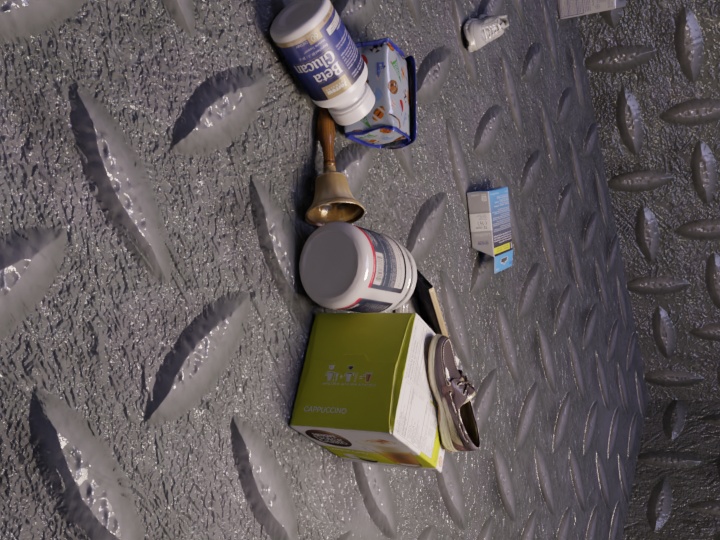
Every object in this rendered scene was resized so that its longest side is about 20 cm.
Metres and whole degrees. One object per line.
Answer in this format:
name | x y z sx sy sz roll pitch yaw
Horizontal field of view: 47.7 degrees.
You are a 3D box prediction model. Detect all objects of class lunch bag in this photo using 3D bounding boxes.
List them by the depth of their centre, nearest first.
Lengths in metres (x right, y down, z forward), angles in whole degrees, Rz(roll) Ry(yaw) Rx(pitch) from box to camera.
lunch bag | 0.043 -0.324 1.526 0.200 0.121 0.174 3 85 -73

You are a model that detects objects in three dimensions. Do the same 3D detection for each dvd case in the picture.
dvd case | 0.145 0.095 1.667 0.149 0.016 0.203 -127 -164 -64

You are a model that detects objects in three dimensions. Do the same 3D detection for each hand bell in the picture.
hand bell | -0.055 -0.187 1.395 0.104 0.103 0.204 23 55 -57

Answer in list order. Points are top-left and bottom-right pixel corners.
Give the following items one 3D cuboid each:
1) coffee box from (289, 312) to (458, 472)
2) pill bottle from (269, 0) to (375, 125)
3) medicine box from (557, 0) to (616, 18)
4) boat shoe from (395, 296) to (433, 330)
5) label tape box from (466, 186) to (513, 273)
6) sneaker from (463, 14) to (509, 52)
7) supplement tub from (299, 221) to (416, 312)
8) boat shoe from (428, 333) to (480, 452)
coffee box | 0.029 0.201 1.361 0.198 0.196 0.204 45 51 -49
pill bottle | -0.055 -0.343 1.349 0.201 0.109 0.112 53 44 -38
medicine box | 0.803 -0.948 2.829 0.182 0.196 0.105 -34 118 -56
boat shoe | 0.120 0.140 1.656 0.072 0.067 0.204 -25 109 -58
label tape box | 0.329 -0.103 2.053 0.143 0.065 0.205 -17 105 -59
sneaker | 0.319 -0.612 2.071 0.200 0.080 0.076 -50 130 -48
supplement tub | 0.000 0.000 1.391 0.199 0.138 0.144 13 76 -59
boat shoe | 0.156 0.200 1.321 0.072 0.064 0.204 -27 111 -56
